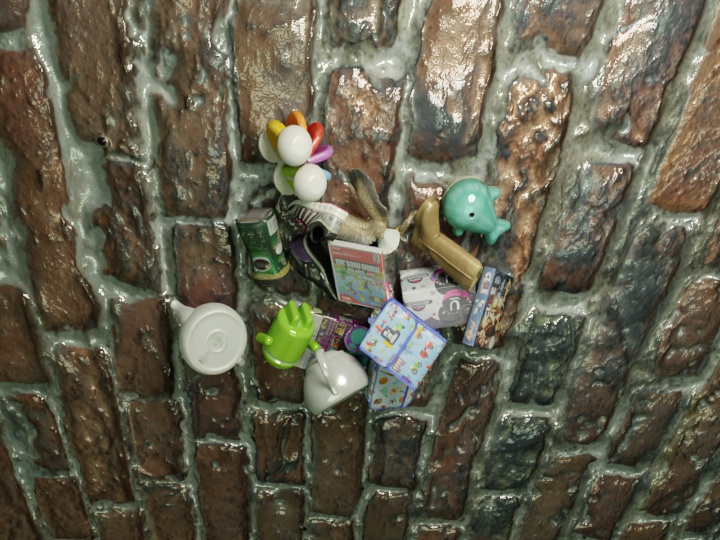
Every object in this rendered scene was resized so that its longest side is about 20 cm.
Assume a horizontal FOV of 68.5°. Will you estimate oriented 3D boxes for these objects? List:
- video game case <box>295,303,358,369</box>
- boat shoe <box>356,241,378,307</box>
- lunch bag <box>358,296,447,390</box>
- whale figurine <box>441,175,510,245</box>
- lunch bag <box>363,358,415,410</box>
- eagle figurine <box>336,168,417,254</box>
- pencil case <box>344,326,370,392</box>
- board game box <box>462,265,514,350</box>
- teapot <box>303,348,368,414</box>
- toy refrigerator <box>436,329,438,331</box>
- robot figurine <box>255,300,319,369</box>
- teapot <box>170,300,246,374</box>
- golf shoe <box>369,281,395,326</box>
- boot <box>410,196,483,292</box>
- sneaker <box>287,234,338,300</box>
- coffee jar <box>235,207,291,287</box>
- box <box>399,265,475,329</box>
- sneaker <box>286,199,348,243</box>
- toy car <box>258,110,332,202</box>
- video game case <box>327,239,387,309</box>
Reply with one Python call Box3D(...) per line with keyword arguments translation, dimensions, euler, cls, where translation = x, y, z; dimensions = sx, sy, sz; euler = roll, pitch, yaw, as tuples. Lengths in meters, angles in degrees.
Box3D(translation=(-0.118, 0.209, 1.547), dimensions=(0.175, 0.036, 0.205), euler=(16, 118, -10), cls="video game case")
Box3D(translation=(0.000, 0.000, 1.410), dimensions=(0.066, 0.084, 0.208), euler=(0, 108, -21), cls="boat shoe")
Box3D(translation=(0.098, 0.177, 1.357), dimensions=(0.197, 0.094, 0.153), euler=(35, 92, -11), cls="lunch bag")
Box3D(translation=(0.291, -0.137, 1.312), dimensions=(0.198, 0.105, 0.159), euler=(38, 113, -20), cls="whale figurine")
Box3D(translation=(0.096, 0.297, 1.483), dimensions=(0.154, 0.076, 0.206), euler=(2, 123, -19), cls="lunch bag")
Box3D(translation=(0.019, -0.126, 1.299), dimensions=(0.197, 0.155, 0.150), euler=(33, 151, -15), cls="eagle figurine")
Box3D(translation=(0.008, 0.261, 1.532), dimensions=(0.088, 0.087, 0.205), euler=(-2, 133, 8), cls="pencil case")
Box3D(translation=(0.340, 0.103, 1.402), dimensions=(0.133, 0.034, 0.208), euler=(14, 92, -52), cls="board game box")
Box3D(translation=(-0.081, 0.281, 1.422), dimensions=(0.199, 0.194, 0.150), euler=(-39, 75, 39), cls="teapot")
Box3D(translation=(0.143, 0.222, 1.536), dimensions=(0.069, 0.077, 0.201), euler=(31, 115, -18), cls="toy refrigerator")
Box3D(translation=(-0.197, 0.182, 1.446), dimensions=(0.171, 0.117, 0.203), euler=(10, 123, -35), cls="robot figurine")
Box3D(translation=(-0.413, 0.182, 1.463), dimensions=(0.191, 0.144, 0.209), euler=(-6, 100, -31), cls="teapot")
Box3D(translation=(0.063, 0.126, 1.483), dimensions=(0.088, 0.076, 0.206), euler=(-7, 119, 7), cls="golf shoe")
Box3D(translation=(0.221, -0.065, 1.300), dimensions=(0.066, 0.199, 0.178), euler=(-38, 156, -24), cls="boot")
Box3D(translation=(-0.123, -0.003, 1.417), dimensions=(0.085, 0.077, 0.204), euler=(-16, 117, 26), cls="sneaker")
Box3D(translation=(-0.244, -0.054, 1.362), dimensions=(0.100, 0.086, 0.206), euler=(-1, 121, 18), cls="coffee jar")
Box3D(translation=(0.208, 0.070, 1.425), dimensions=(0.192, 0.116, 0.136), euler=(-8, 121, 4), cls="box")
Box3D(translation=(-0.118, -0.115, 1.283), dimensions=(0.195, 0.091, 0.073), euler=(10, 166, 40), cls="sneaker")
Box3D(translation=(-0.133, -0.265, 1.222), dimensions=(0.148, 0.173, 0.205), euler=(-35, 121, -22), cls="toy car")
Box3D(translation=(-0.004, 0.014, 1.324), dimensions=(0.138, 0.018, 0.204), euler=(11, 137, 19), cls="video game case")
